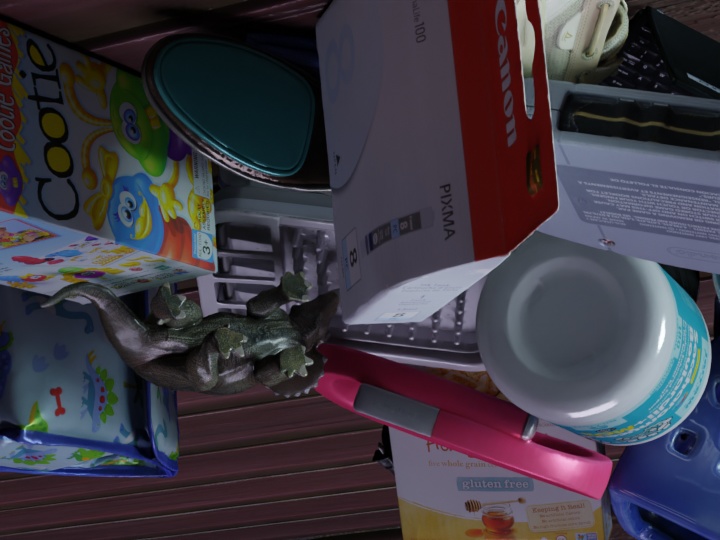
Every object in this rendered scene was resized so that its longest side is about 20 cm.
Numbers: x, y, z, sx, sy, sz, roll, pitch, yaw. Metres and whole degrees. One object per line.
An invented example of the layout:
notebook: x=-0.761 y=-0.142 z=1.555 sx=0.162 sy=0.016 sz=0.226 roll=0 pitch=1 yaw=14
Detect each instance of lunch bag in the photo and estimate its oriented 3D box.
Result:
lunch bag: x=-0.197 y=0.053 z=1.311 sx=0.127 sy=0.172 sz=0.199 roll=-12 pitch=163 yaw=33

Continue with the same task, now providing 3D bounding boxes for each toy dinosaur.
toy dinosaur: x=-0.085 y=0.044 z=1.080 sx=0.199 sy=0.078 sz=0.102 roll=-5 pitch=159 yaw=-26

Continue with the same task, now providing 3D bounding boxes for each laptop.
laptop: x=0.202 y=-0.051 z=1.000 sx=0.176 sy=0.104 sz=0.200 roll=26 pitch=149 yaw=-9

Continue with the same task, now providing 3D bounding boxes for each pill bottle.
pill bottle: x=0.144 y=0.043 z=1.112 sx=0.110 sy=0.112 sz=0.200 roll=-8 pitch=168 yaw=18

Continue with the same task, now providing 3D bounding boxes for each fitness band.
fitness band: x=0.060 y=0.093 z=1.178 sx=0.199 sy=0.038 sz=0.144 roll=20 pitch=175 yaw=13

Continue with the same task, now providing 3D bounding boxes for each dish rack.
dish rack: x=0.000 y=0.000 z=1.165 sx=0.198 sy=0.044 sz=0.172 roll=8 pitch=151 yaw=5

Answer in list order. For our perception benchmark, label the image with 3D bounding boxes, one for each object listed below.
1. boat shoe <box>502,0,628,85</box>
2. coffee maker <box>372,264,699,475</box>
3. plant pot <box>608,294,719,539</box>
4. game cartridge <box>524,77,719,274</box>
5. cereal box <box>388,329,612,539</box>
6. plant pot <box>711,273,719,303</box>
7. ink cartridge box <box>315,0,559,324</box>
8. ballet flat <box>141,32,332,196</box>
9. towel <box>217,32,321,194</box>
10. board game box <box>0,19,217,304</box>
boat shoe: x=0.101 y=-0.112 z=0.939 sx=0.064 sy=0.073 sz=0.200 roll=-3 pitch=161 yaw=4
coffee maker: x=0.128 y=0.051 z=1.344 sx=0.134 sy=0.194 sz=0.199 roll=29 pitch=147 yaw=-36
plant pot: x=0.293 y=0.125 z=1.273 sx=0.199 sy=0.181 sz=0.200 roll=24 pitch=169 yaw=17
game cartridge: x=0.167 y=-0.038 z=0.911 sx=0.199 sy=0.041 sz=0.134 roll=10 pitch=156 yaw=23
cereal box: x=0.088 y=0.090 z=1.266 sx=0.143 sy=0.202 sz=0.040 roll=-2 pitch=-159 yaw=17
plant pot: x=0.329 y=-0.026 z=1.153 sx=0.199 sy=0.201 sz=0.135 roll=-16 pitch=-163 yaw=40
ink cartridge box: x=0.030 y=-0.074 z=0.876 sx=0.047 sy=0.162 sz=0.200 roll=-1 pitch=166 yaw=-16
ballet flat: x=-0.028 y=-0.067 z=0.999 sx=0.199 sy=0.068 sz=0.064 roll=18 pitch=166 yaw=-19
towel: x=-0.005 y=-0.077 z=1.083 sx=0.146 sy=0.024 sz=0.200 roll=10 pitch=159 yaw=-4
board game box: x=-0.178 y=-0.055 z=1.019 sx=0.104 sy=0.104 sz=0.200 roll=-13 pitch=164 yaw=30
